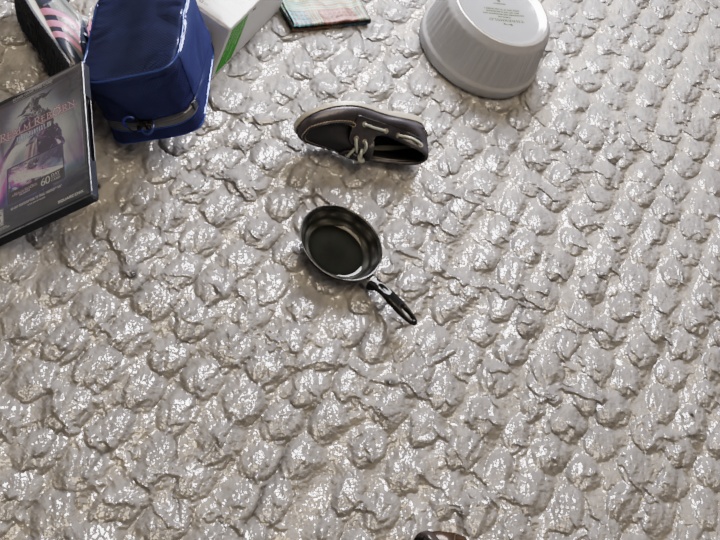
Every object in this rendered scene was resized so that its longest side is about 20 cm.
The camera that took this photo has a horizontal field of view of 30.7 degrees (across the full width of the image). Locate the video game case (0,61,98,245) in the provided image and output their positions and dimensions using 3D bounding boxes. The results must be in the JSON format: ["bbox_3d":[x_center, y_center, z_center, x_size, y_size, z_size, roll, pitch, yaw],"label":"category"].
[{"bbox_3d":[-0.375,-0.138,1.538,0.019,0.142,0.201,44,29,-53],"label":"video game case"}]

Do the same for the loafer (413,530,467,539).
[{"bbox_3d":[0.130,0.366,1.428,0.070,0.073,0.201,-12,63,-32],"label":"loafer"}]

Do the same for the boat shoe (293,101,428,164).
[{"bbox_3d":[0.006,-0.179,1.767,0.198,0.073,0.063,2,54,-30],"label":"boat shoe"}]

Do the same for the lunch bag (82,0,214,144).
[{"bbox_3d":[-0.260,-0.252,1.653,0.135,0.133,0.201,-6,53,14],"label":"lunch bag"}]

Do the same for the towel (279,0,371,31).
[{"bbox_3d":[-0.082,-0.442,1.962,0.146,0.022,0.201,-13,62,-31],"label":"towel"}]

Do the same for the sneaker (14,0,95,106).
[{"bbox_3d":[-0.370,-0.292,1.682,0.082,0.070,0.201,-19,67,-31],"label":"sneaker"}]

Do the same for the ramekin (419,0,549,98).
[{"bbox_3d":[0.196,-0.367,1.989,0.201,0.094,0.204,13,51,-16],"label":"ramekin"}]

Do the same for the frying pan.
[{"bbox_3d":[0.005,-0.012,1.678,0.189,0.031,0.115,33,49,-4],"label":"frying pan"}]

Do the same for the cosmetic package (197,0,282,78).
[{"bbox_3d":[-0.177,-0.369,1.807,0.085,0.108,0.200,35,50,2],"label":"cosmetic package"}]
